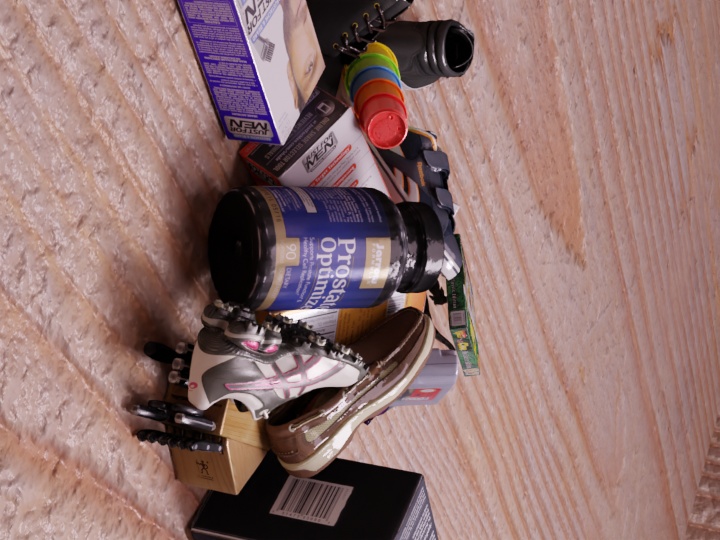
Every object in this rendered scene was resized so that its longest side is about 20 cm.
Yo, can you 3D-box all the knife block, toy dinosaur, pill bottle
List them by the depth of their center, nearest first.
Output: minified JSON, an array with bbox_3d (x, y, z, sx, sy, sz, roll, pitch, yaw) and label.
[{"bbox_3d":[-0.128,0.101,1.547,0.200,0.064,0.177,-52,143,-48],"label":"knife block"},{"bbox_3d":[-0.029,-0.021,1.566,0.199,0.112,0.113,-1,101,-30],"label":"pill bottle"},{"bbox_3d":[0.065,0.006,1.926,0.201,0.047,0.088,66,10,11],"label":"toy dinosaur"}]

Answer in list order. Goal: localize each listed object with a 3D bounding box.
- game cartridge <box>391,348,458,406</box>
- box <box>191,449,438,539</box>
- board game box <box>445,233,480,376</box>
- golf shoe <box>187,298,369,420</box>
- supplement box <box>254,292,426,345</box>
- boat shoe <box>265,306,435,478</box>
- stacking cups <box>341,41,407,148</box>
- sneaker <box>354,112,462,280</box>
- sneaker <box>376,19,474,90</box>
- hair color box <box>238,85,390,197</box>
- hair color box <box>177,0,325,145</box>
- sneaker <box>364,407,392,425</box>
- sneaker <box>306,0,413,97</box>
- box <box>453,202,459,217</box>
[{"bbox_3d":[0.024,0.112,1.767,0.200,0.132,0.041,106,-14,-78],"label":"game cartridge"},{"bbox_3d":[-0.033,0.284,1.658,0.124,0.199,0.197,-60,149,-41],"label":"box"},{"bbox_3d":[0.110,0.041,1.873,0.200,0.023,0.106,66,22,-72],"label":"board game box"},{"bbox_3d":[-0.076,0.084,1.500,0.199,0.077,0.089,16,99,-48],"label":"golf shoe"},{"bbox_3d":[-0.031,0.038,1.652,0.199,0.066,0.069,-8,118,-40],"label":"supplement box"},{"bbox_3d":[-0.010,0.098,1.603,0.202,0.074,0.075,-49,124,-23],"label":"boat shoe"},{"bbox_3d":[0.013,-0.166,1.682,0.200,0.060,0.061,-95,-178,-65],"label":"stacking cups"},{"bbox_3d":[0.061,-0.090,1.756,0.201,0.079,0.078,58,1,10],"label":"sneaker"},{"bbox_3d":[0.086,-0.232,1.882,0.200,0.099,0.071,2,95,-68],"label":"sneaker"},{"bbox_3d":[-0.034,-0.076,1.665,0.102,0.061,0.200,-45,146,-15],"label":"hair color box"},{"bbox_3d":[-0.097,-0.220,1.512,0.201,0.064,0.110,74,33,-47],"label":"hair color box"},{"bbox_3d":[0.022,0.071,1.879,0.087,0.074,0.201,-38,128,-41],"label":"sneaker"},{"bbox_3d":[-0.010,-0.226,1.651,0.075,0.106,0.201,9,90,-66],"label":"sneaker"},{"bbox_3d":[0.038,0.007,1.824,0.201,0.041,0.039,-63,-162,5],"label":"box"}]
